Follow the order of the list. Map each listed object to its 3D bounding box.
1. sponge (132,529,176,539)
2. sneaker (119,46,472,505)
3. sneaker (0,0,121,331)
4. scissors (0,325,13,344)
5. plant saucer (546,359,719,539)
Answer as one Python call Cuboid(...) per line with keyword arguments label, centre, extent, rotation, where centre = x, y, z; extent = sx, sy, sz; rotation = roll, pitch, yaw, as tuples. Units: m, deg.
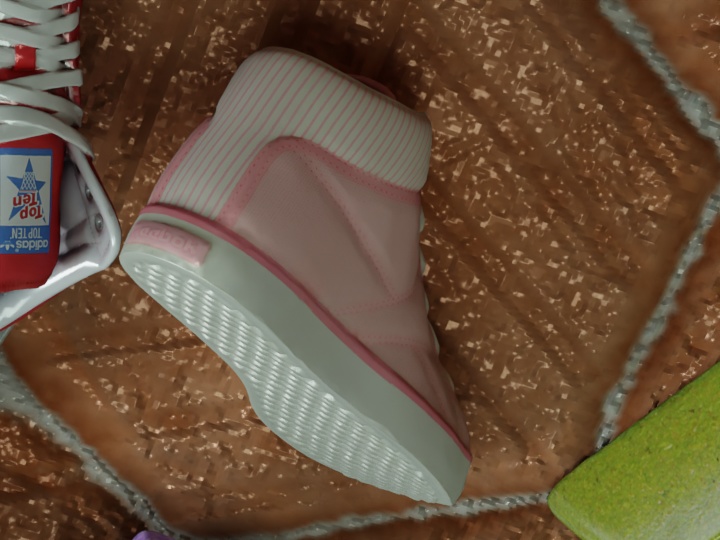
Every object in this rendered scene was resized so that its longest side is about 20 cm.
Cuboid(label="sponge", centre=(-0.100, 0.188, 1.041), extent=(0.200, 0.030, 0.111), rotation=(-48, 134, 11))
Cuboid(label="sneaker", centre=(0.000, 0.000, 0.946), extent=(0.075, 0.105, 0.200), rotation=(14, 159, 32))
Cuboid(label="sneaker", centre=(-0.109, -0.069, 0.871), extent=(0.071, 0.113, 0.200), rotation=(-3, 133, -25))
Cuboid(label="scissors", centre=(-0.150, 0.057, 0.998), extent=(0.200, 0.073, 0.014), rotation=(-38, 151, 20))
Cuboid(label="plant saucer", centre=(0.203, 0.098, 1.011), extent=(0.200, 0.048, 0.200), rotation=(-40, 112, 23))
